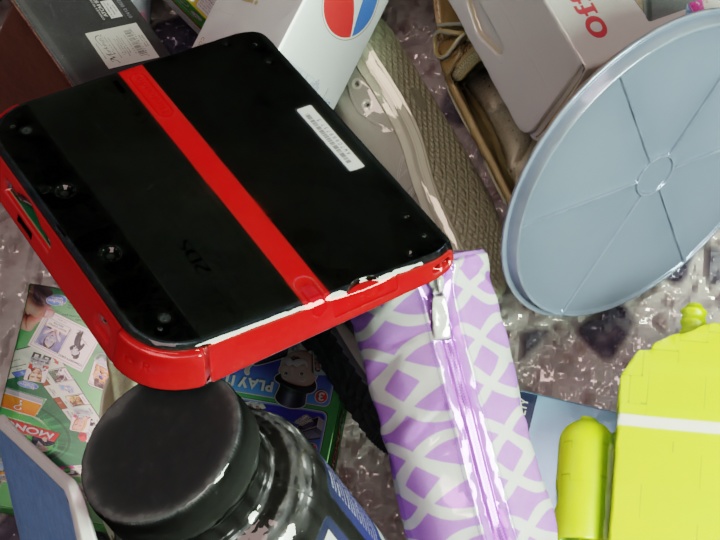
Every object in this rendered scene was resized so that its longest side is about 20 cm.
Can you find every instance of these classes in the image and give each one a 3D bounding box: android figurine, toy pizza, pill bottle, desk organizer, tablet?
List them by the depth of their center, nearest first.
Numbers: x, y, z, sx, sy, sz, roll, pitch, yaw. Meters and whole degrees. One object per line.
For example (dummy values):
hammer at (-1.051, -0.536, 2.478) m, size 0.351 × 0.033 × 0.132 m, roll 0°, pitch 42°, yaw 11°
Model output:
pill bottle at (-0.053, 0.139, 0.910) m, size 0.111 × 0.200 × 0.112 m, roll -16°, pitch 46°, yaw 18°
tablet at (-0.154, 0.151, 0.947) m, size 0.014 × 0.200 × 0.131 m, roll -15°, pitch 100°, yaw -20°
android figurine at (0.193, 0.114, 0.967) m, size 0.181 × 0.041 × 0.201 m, roll 3°, pitch 72°, yaw 7°
toy pizza at (0.151, -0.060, 0.995) m, size 0.200 × 0.200 × 0.032 m, roll -39°, pitch 55°, yaw -6°
desk organizer at (-0.127, -0.062, 1.015) m, size 0.072 × 0.077 × 0.200 m, roll -21°, pitch 68°, yaw -41°

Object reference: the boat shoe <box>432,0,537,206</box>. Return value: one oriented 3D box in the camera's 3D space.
boat shoe at (0.087, -0.104, 1.071) m, size 0.073 × 0.063 × 0.201 m, roll -24°, pitch 74°, yaw 25°

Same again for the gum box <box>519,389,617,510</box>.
gum box at (0.147, 0.167, 1.000) m, size 0.199 × 0.045 × 0.171 m, roll 13°, pitch 75°, yaw 11°

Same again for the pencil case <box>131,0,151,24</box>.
pencil case at (-0.164, -0.180, 1.118) m, size 0.083 × 0.091 × 0.201 m, roll 7°, pitch 75°, yaw 11°

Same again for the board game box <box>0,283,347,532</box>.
board game box at (-0.111, 0.089, 1.061) m, size 0.199 × 0.029 × 0.135 m, roll 9°, pitch 75°, yaw 9°

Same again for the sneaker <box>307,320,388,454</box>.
sneaker at (0.000, 0.000, 1.032) m, size 0.082 × 0.070 × 0.201 m, roll -26°, pitch 85°, yaw -19°

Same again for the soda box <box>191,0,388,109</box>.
soda box at (-0.016, -0.190, 1.050) m, size 0.068 × 0.064 × 0.201 m, roll 23°, pitch 84°, yaw 41°

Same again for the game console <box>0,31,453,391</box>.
game console at (-0.076, -0.035, 0.915) m, size 0.176 × 0.031 × 0.200 m, roll -21°, pitch 52°, yaw -27°

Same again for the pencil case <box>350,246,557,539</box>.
pencil case at (0.052, 0.082, 0.948) m, size 0.084 × 0.085 × 0.201 m, roll -15°, pitch 88°, yaw -21°

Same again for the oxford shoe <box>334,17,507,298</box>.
oxford shoe at (0.025, -0.063, 1.078) m, size 0.058 × 0.075 × 0.201 m, roll -35°, pitch 75°, yaw 22°

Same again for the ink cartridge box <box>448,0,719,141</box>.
ink cartridge box at (0.157, -0.176, 1.047) m, size 0.199 × 0.088 × 0.146 m, roll -19°, pitch 70°, yaw -24°

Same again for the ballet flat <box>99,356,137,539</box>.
ballet flat at (-0.113, 0.117, 1.015) m, size 0.062 × 0.067 × 0.201 m, roll -15°, pitch 66°, yaw 28°

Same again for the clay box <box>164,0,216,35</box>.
clay box at (-0.034, -0.222, 1.109) m, size 0.115 × 0.048 × 0.200 m, roll 44°, pitch 78°, yaw -26°
